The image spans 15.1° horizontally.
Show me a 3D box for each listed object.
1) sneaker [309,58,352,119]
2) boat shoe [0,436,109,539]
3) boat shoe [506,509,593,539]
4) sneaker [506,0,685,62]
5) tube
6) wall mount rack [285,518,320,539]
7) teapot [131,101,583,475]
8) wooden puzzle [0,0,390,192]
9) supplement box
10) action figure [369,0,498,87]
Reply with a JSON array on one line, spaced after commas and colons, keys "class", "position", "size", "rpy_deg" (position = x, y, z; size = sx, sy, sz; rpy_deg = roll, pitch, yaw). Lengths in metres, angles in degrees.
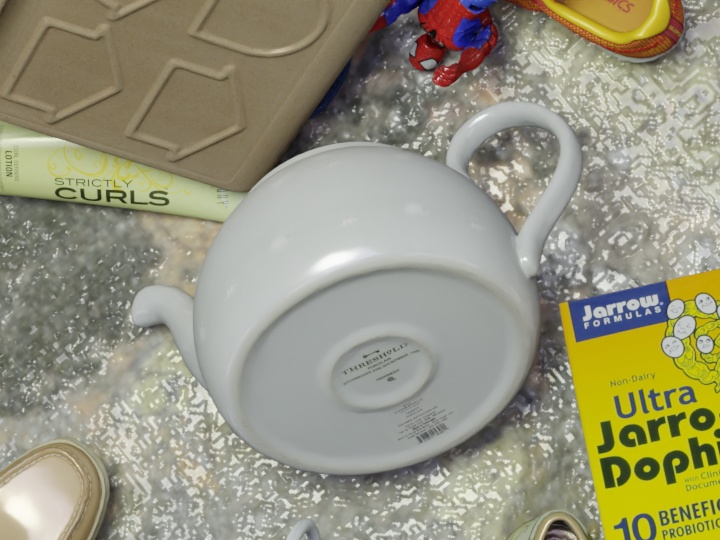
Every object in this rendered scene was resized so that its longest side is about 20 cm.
[{"class": "sneaker", "position": [-0.020, -0.183, 1.487], "size": [0.078, 0.070, 0.201], "rpy_deg": [37, 109, 25]}, {"class": "boat shoe", "position": [-0.215, 0.173, 1.476], "size": [0.074, 0.069, 0.200], "rpy_deg": [42, 92, 10]}, {"class": "boat shoe", "position": [0.104, 0.222, 1.376], "size": [0.073, 0.063, 0.201], "rpy_deg": [-9, 78, -5]}, {"class": "sneaker", "position": [0.089, -0.180, 1.491], "size": [0.199, 0.077, 0.073], "rpy_deg": [24, 88, 17]}, {"class": "tube", "position": [-0.152, -0.066, 1.521], "size": [0.198, 0.058, 0.052], "rpy_deg": [4, 66, 5]}, {"class": "wall mount rack", "position": [-0.011, 0.236, 1.417], "size": [0.074, 0.174, 0.202], "rpy_deg": [10, 85, 18]}, {"class": "teapot", "position": [0.000, 0.000, 1.450], "size": [0.199, 0.198, 0.147], "rpy_deg": [5, 43, -20]}, {"class": "wooden puzzle", "position": [-0.100, -0.130, 1.413], "size": [0.199, 0.185, 0.047], "rpy_deg": [13, 48, -25]}, {"class": "supplement box", "position": [0.176, 0.115, 1.397], "size": [0.108, 0.110, 0.201], "rpy_deg": [-12, 57, 4]}, {"class": "action figure", "position": [0.045, -0.142, 1.430], "size": [0.065, 0.200, 0.099], "rpy_deg": [43, 65, 5]}]
